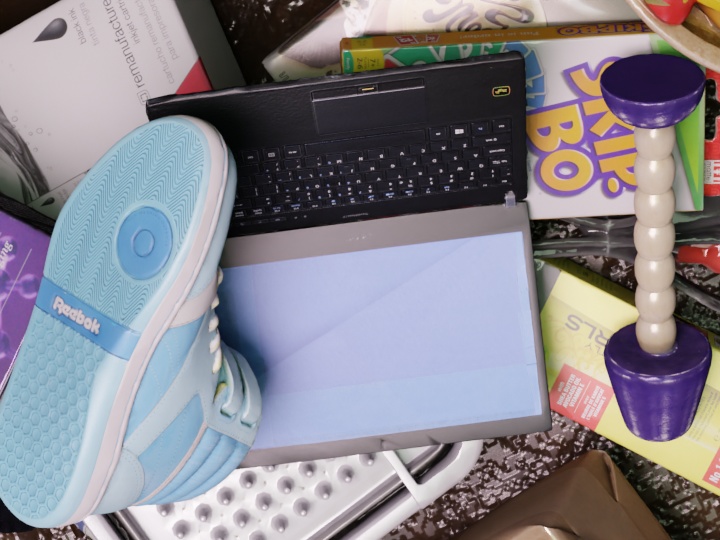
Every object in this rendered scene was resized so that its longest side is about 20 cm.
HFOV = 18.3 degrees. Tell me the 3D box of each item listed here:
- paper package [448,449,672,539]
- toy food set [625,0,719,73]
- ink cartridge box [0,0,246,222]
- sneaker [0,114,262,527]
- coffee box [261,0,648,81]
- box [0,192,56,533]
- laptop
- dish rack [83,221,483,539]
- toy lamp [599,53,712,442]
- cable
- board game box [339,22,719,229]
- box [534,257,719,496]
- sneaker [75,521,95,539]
[{"bbox_3d":[0.095,0.229,1.185,0.200,0.103,0.191,-38,91,28],"label":"paper package"},{"bbox_3d":[0.194,-0.185,1.102,0.197,0.049,0.202,22,63,-17],"label":"toy food set"},{"bbox_3d":[-0.154,-0.053,1.183,0.199,0.083,0.148,-28,74,11],"label":"ink cartridge box"},{"bbox_3d":[-0.085,0.024,1.034,0.079,0.130,0.201,37,109,33],"label":"sneaker"},{"bbox_3d":[0.063,-0.130,1.161,0.200,0.080,0.113,-38,95,13],"label":"coffee box"},{"bbox_3d":[-0.229,0.019,1.097,0.199,0.104,0.149,25,91,18],"label":"box"},{"bbox_3d":[0.000,0.000,1.073,0.175,0.201,0.104,-7,61,1],"label":"laptop"},{"bbox_3d":[-0.055,0.079,1.159,0.199,0.044,0.172,-36,98,-2],"label":"dish rack"},{"bbox_3d":[0.147,-0.005,1.109,0.058,0.058,0.202,-1,123,8],"label":"toy lamp"},{"bbox_3d":[0.145,-0.019,1.176,0.198,0.050,0.098,-7,94,2],"label":"cable"},{"bbox_3d":[0.091,-0.073,1.119,0.198,0.030,0.096,-4,113,-3],"label":"board game box"},{"bbox_3d":[0.135,0.048,1.200,0.199,0.050,0.076,28,102,2],"label":"box"},{"bbox_3d":[-0.111,0.062,1.225,0.087,0.075,0.202,23,99,10],"label":"sneaker"}]
